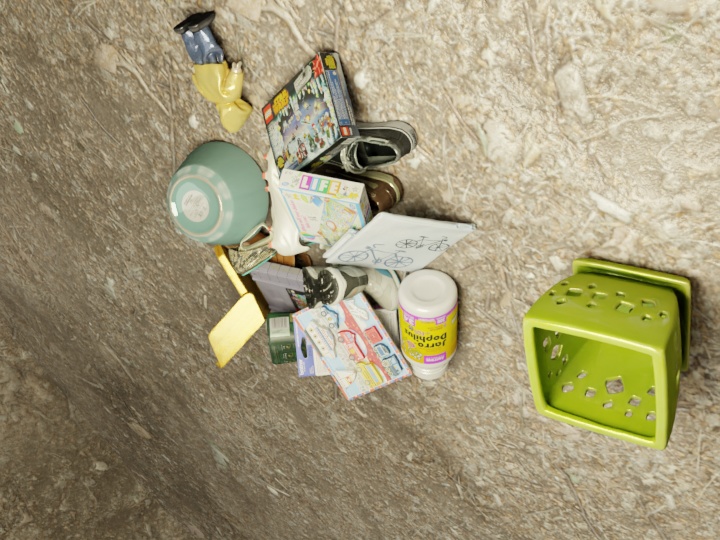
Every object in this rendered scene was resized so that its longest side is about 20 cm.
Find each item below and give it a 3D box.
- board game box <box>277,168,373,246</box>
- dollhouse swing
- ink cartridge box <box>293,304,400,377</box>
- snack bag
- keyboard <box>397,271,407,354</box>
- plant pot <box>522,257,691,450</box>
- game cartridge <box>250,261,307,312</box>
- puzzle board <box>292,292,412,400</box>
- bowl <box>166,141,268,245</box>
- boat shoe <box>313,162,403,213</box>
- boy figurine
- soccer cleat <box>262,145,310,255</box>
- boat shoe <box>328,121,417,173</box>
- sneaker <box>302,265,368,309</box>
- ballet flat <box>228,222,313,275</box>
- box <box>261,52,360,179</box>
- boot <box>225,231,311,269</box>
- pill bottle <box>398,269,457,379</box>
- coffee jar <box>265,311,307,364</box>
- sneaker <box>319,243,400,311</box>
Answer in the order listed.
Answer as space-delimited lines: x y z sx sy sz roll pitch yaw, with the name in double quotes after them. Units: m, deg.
-0.048 -0.092 1.335 0.132 0.035 0.200 12 160 12 "board game box"
-0.282 0.065 1.692 0.176 0.182 0.200 43 -177 -6 "dollhouse swing"
-0.025 0.133 1.554 0.196 0.042 0.121 -6 104 -3 "ink cartridge box"
0.060 -0.047 1.338 0.186 0.022 0.200 6 156 -27 "snack bag"
0.084 0.088 1.521 0.010 0.057 0.202 10 136 16 "keyboard"
0.362 0.102 1.161 0.198 0.182 0.201 14 136 34 "plant pot"
-0.139 0.048 1.644 0.128 0.039 0.201 16 155 18 "game cartridge"
-0.017 0.136 1.500 0.149 0.017 0.201 -26 104 26 "puzzle board"
-0.281 -0.132 1.529 0.198 0.105 0.204 6 109 19 "bowl"
-0.029 -0.136 1.378 0.200 0.075 0.075 10 134 37 "boat shoe"
-0.237 -0.330 1.385 0.123 0.065 0.202 4 131 40 "boy figurine"
-0.128 -0.128 1.461 0.076 0.069 0.204 -3 98 7 "soccer cleat"
-0.002 -0.189 1.303 0.197 0.068 0.074 7 132 39 "boat shoe"
-0.049 0.026 1.427 0.200 0.078 0.075 -179 79 -66 "sneaker"
-0.159 -0.058 1.527 0.198 0.068 0.076 -23 105 12 "ballet flat"
-0.084 -0.236 1.302 0.199 0.039 0.139 -27 74 53 "box"
-0.189 -0.048 1.618 0.154 0.077 0.202 3 131 43 "boot"
0.121 0.102 1.458 0.103 0.104 0.202 21 140 26 "pill bottle"
-0.085 0.126 1.623 0.196 0.086 0.105 -5 140 -2 "coffee jar"
0.000 0.000 1.485 0.076 0.081 0.201 -19 113 52 "sneaker"
